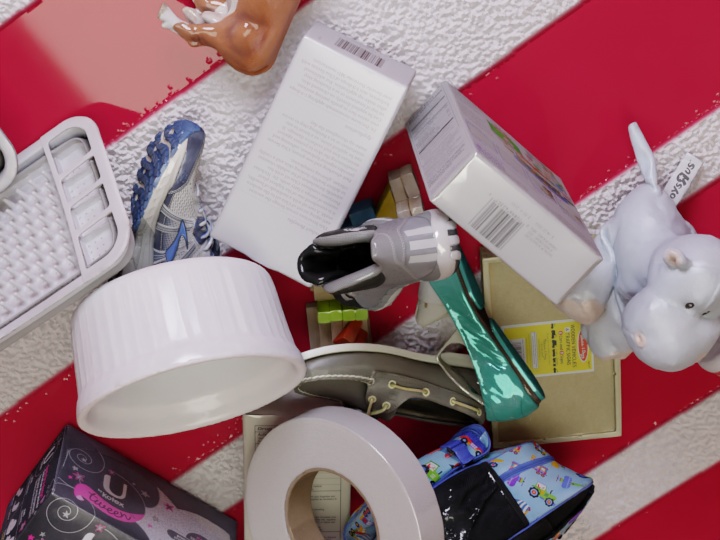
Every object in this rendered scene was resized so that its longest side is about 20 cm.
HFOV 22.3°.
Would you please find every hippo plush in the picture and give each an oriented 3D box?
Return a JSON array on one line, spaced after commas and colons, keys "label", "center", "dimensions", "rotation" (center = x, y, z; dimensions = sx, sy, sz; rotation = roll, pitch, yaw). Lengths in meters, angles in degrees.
[{"label": "hippo plush", "center": [0.281, 0.010, 1.584], "dimensions": [0.159, 0.161, 0.201], "rotation": [24, 99, -30]}]

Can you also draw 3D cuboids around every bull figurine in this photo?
[{"label": "bull figurine", "center": [-0.082, -0.260, 1.516], "dimensions": [0.121, 0.065, 0.201], "rotation": [23, 109, -8]}]

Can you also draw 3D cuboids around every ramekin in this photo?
[{"label": "ramekin", "center": [-0.153, 0.065, 1.569], "dimensions": [0.199, 0.201, 0.098], "rotation": [-16, 71, 5]}]

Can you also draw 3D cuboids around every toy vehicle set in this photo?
[{"label": "toy vehicle set", "center": [0.177, 0.067, 1.695], "dimensions": [0.124, 0.027, 0.201], "rotation": [-5, 115, 0]}]

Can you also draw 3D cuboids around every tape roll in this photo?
[{"label": "tape roll", "center": [-0.016, 0.220, 1.607], "dimensions": [0.202, 0.037, 0.204], "rotation": [14, 113, 35]}]

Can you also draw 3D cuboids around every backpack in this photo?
[{"label": "backpack", "center": [0.109, 0.224, 1.684], "dimensions": [0.135, 0.200, 0.183], "rotation": [53, 149, 14]}]

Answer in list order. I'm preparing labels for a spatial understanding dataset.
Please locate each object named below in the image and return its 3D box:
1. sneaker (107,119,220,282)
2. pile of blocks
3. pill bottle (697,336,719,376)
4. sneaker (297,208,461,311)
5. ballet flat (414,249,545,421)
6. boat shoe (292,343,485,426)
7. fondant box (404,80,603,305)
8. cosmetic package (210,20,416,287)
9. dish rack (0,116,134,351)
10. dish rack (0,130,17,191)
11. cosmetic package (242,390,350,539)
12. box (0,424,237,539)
[{"label": "sneaker", "center": [-0.162, -0.042, 1.615], "dimensions": [0.085, 0.077, 0.201], "rotation": [12, 121, -18]}, {"label": "pile of blocks", "center": [0.000, 0.000, 1.638], "dimensions": [0.082, 0.062, 0.201], "rotation": [17, 112, -10]}, {"label": "pill bottle", "center": [0.415, 0.072, 1.661], "dimensions": [0.199, 0.114, 0.114], "rotation": [22, 112, -12]}, {"label": "sneaker", "center": [-0.011, -0.008, 1.511], "dimensions": [0.115, 0.200, 0.075], "rotation": [-8, 81, -28]}, {"label": "ballet flat", "center": [0.090, 0.048, 1.632], "dimensions": [0.070, 0.067, 0.201], "rotation": [-29, 90, 8]}, {"label": "boat shoe", "center": [0.027, 0.107, 1.650], "dimensions": [0.201, 0.061, 0.072], "rotation": [6, 156, -27]}, {"label": "fondant box", "center": [0.117, -0.069, 1.535], "dimensions": [0.144, 0.200, 0.058], "rotation": [39, 105, -18]}, {"label": "cosmetic package", "center": [-0.040, -0.100, 1.575], "dimensions": [0.101, 0.071, 0.201], "rotation": [27, 110, -1]}, {"label": "dish rack", "center": [-0.282, -0.022, 1.575], "dimensions": [0.200, 0.172, 0.044], "rotation": [-32, 143, 12]}, {"label": "dish rack", "center": [-0.407, -0.126, 1.569], "dimensions": [0.171, 0.044, 0.200], "rotation": [-31, 109, 10]}, {"label": "cosmetic package", "center": [-0.060, 0.206, 1.723], "dimensions": [0.103, 0.073, 0.201], "rotation": [1, 114, -3]}, {"label": "box", "center": [-0.225, 0.260, 1.707], "dimensions": [0.200, 0.132, 0.115], "rotation": [31, 109, -16]}]
